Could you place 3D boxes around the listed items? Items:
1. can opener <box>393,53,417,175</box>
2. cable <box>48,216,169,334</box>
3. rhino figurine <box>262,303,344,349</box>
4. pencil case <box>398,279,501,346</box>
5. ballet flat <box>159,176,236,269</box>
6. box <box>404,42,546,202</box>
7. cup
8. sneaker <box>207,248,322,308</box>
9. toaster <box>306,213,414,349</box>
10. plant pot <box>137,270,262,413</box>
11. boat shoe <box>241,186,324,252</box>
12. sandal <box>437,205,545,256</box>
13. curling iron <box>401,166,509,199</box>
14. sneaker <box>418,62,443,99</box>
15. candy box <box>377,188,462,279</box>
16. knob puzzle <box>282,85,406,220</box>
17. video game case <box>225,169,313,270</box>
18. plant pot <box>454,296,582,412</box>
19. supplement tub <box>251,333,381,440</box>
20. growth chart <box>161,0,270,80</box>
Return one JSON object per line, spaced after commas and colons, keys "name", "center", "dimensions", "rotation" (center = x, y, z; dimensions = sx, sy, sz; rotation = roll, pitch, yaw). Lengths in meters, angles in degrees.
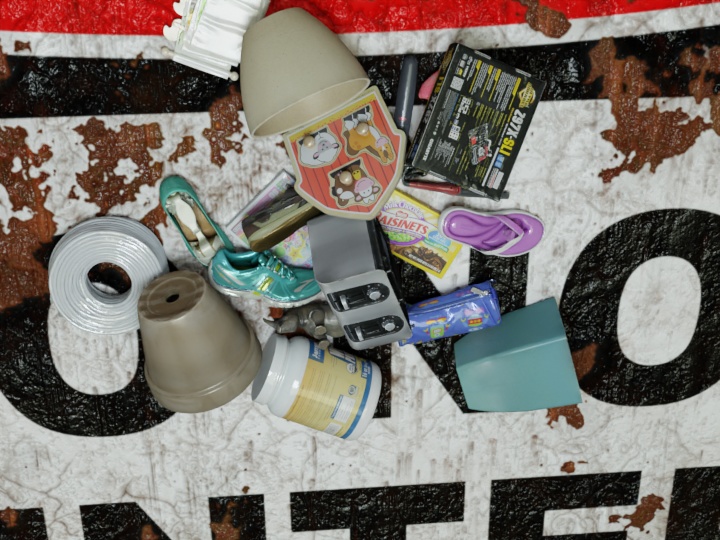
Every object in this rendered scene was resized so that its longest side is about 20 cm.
{"name": "can opener", "center": [0.065, -0.245, 1.619], "dimensions": [0.078, 0.064, 0.202], "rotation": [8, 114, -9]}
{"name": "cable", "center": [-0.420, 0.010, 1.684], "dimensions": [0.197, 0.069, 0.202], "rotation": [7, 114, -8]}
{"name": "rhino figurine", "center": [-0.071, 0.089, 1.736], "dimensions": [0.197, 0.088, 0.060], "rotation": [2, 125, -15]}
{"name": "pencil case", "center": [0.151, 0.075, 1.763], "dimensions": [0.198, 0.079, 0.087], "rotation": [-13, 144, 0]}
{"name": "ballet flat", "center": [-0.269, -0.062, 1.665], "dimensions": [0.067, 0.071, 0.201], "rotation": [-29, 114, 6]}
{"name": "box", "center": [0.177, -0.229, 1.565], "dimensions": [0.158, 0.049, 0.202], "rotation": [19, 96, -17]}
{"name": "cup", "center": [-0.103, -0.307, 1.523], "dimensions": [0.199, 0.200, 0.145], "rotation": [-24, 88, 6]}
{"name": "sneaker", "center": [-0.152, 0.008, 1.674], "dimensions": [0.198, 0.078, 0.080], "rotation": [7, 130, -14]}
{"name": "toaster", "center": [0.000, 0.000, 1.630], "dimensions": [0.117, 0.201, 0.182], "rotation": [-17, 137, 7]}
{"name": "plant pot", "center": [-0.278, 0.102, 1.647], "dimensions": [0.198, 0.201, 0.175], "rotation": [-15, 132, 2]}
{"name": "boat shoe", "center": [-0.104, -0.106, 1.642], "dimensions": [0.199, 0.073, 0.065], "rotation": [-31, 75, -8]}
{"name": "sandal", "center": [0.226, -0.061, 1.709], "dimensions": [0.200, 0.050, 0.083], "rotation": [4, 107, -19]}
{"name": "curling iron", "center": [0.158, -0.145, 1.693], "dimensions": [0.198, 0.026, 0.050], "rotation": [14, 115, -12]}
{"name": "sneaker", "center": [0.162, -0.233, 1.623], "dimensions": [0.086, 0.074, 0.201], "rotation": [-35, 105, -4]}
{"name": "candy box", "center": [0.080, -0.072, 1.720], "dimensions": [0.199, 0.026, 0.103], "rotation": [27, 106, -16]}
{"name": "knob puzzle", "center": [-0.018, -0.172, 1.587], "dimensions": [0.217, 0.030, 0.222], "rotation": [-4, 75, 16]}
{"name": "video game case", "center": [-0.109, -0.055, 1.713], "dimensions": [0.143, 0.018, 0.200], "rotation": [-42, 112, 13]}
{"name": "plant pot", "center": [0.273, 0.164, 1.789], "dimensions": [0.198, 0.142, 0.143], "rotation": [-16, 115, 10]}
{"name": "supplement tub", "center": [-0.078, 0.201, 1.763], "dimensions": [0.198, 0.145, 0.146], "rotation": [21, 111, -15]}
{"name": "growth chart", "center": [-0.212, -0.393, 1.549], "dimensions": [0.144, 0.018, 0.201], "rotation": [26, 110, -15]}
